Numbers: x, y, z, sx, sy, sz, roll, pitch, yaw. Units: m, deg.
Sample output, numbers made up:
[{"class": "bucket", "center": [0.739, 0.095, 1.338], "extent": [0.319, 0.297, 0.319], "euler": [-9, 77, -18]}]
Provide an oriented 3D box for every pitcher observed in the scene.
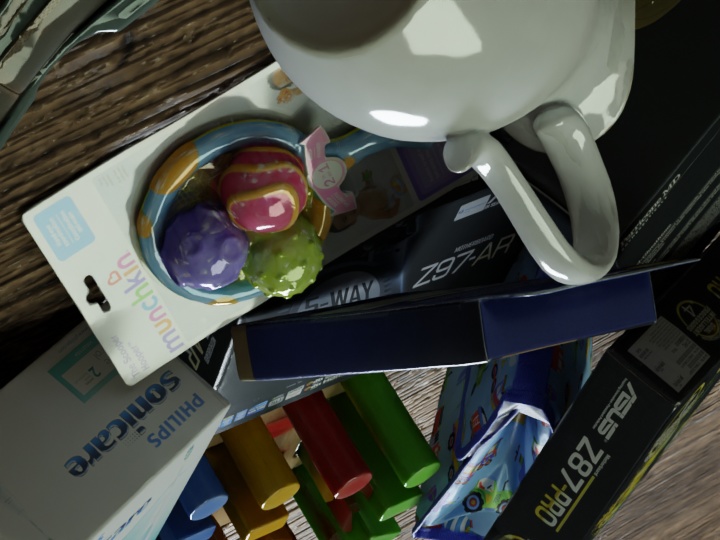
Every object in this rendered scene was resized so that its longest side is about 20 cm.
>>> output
[{"class": "pitcher", "center": [0.045, -0.083, 0.755], "extent": [0.120, 0.173, 0.199], "euler": [-18, 167, 26]}]

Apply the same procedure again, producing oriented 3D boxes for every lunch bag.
[{"class": "lunch bag", "center": [0.099, 0.057, 1.136], "extent": [0.093, 0.152, 0.201], "euler": [14, 145, 2]}]

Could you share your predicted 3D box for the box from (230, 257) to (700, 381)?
[{"class": "box", "center": [0.048, 0.024, 0.907], "extent": [0.120, 0.033, 0.199], "euler": [-10, 180, -43]}]

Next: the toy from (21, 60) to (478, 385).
[{"class": "toy", "center": [-0.035, -0.028, 0.866], "extent": [0.199, 0.047, 0.116], "euler": [-34, 131, -8]}]

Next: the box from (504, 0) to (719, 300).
[{"class": "box", "center": [0.167, -0.087, 0.974], "extent": [0.200, 0.079, 0.141], "euler": [-50, 161, -5]}]

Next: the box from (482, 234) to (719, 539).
[{"class": "box", "center": [0.148, 0.066, 1.013], "extent": [0.200, 0.049, 0.162], "euler": [-38, 163, -51]}]

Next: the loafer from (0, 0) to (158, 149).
[{"class": "loafer", "center": [-0.133, -0.086, 0.656], "extent": [0.200, 0.072, 0.063], "euler": [-42, 138, 2]}]

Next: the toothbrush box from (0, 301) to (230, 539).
[{"class": "toothbrush box", "center": [-0.163, 0.132, 0.963], "extent": [0.146, 0.085, 0.200], "euler": [-43, 170, -41]}]

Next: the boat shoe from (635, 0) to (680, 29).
[{"class": "boat shoe", "center": [0.166, -0.195, 0.859], "extent": [0.201, 0.063, 0.073], "euler": [-45, 151, 11]}]

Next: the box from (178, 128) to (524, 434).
[{"class": "box", "center": [0.000, 0.000, 1.029], "extent": [0.199, 0.044, 0.161], "euler": [-21, 154, -30]}]

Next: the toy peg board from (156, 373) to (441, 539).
[{"class": "toy peg board", "center": [-0.056, 0.135, 1.161], "extent": [0.198, 0.098, 0.201], "euler": [-21, 154, -30]}]
